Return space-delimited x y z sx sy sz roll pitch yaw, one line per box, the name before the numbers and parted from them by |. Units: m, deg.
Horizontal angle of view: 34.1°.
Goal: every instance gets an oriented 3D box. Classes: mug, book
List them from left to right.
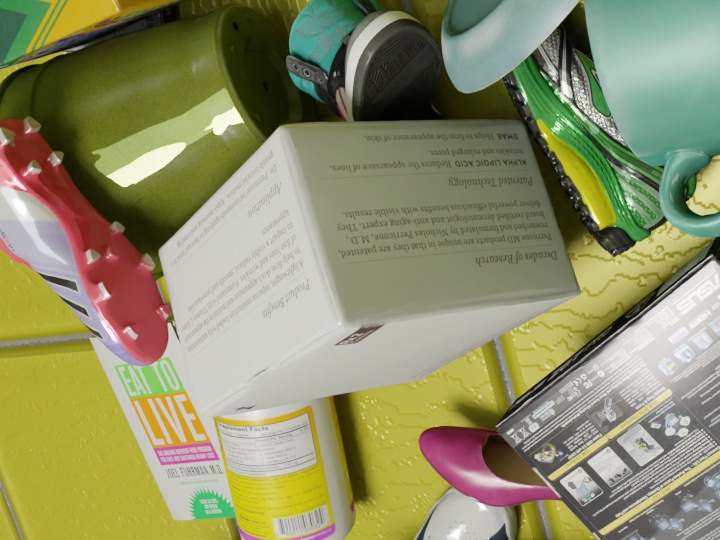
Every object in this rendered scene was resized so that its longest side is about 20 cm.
book | -0.164 0.137 1.100 0.133 0.048 0.201 -13 105 40
mug | 0.214 -0.131 0.673 0.114 0.152 0.186 -9 113 33

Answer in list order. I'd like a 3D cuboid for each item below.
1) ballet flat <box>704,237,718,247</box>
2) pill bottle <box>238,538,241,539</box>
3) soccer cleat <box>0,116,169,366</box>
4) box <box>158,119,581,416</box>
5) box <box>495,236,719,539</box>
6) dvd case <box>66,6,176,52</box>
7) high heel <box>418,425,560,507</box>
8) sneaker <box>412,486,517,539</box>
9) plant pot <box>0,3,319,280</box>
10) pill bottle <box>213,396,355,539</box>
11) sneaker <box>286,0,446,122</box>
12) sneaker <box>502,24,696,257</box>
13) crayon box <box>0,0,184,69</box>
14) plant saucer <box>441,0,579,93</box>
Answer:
ballet flat | 0.234 0.027 0.781 0.073 0.073 0.200 36 126 14
pill bottle | -0.120 0.328 1.054 0.112 0.200 0.113 13 117 27
soccer cleat | -0.207 -0.013 0.817 0.076 0.067 0.200 -33 94 33
box | 0.000 0.000 0.794 0.199 0.199 0.131 -35 66 51
box | 0.210 0.099 0.753 0.161 0.049 0.200 47 123 4
dvd case | -0.244 -0.259 0.983 0.199 0.025 0.151 7 114 29
high heel | 0.144 0.137 0.887 0.199 0.068 0.096 16 130 9
sneaker | 0.048 0.264 0.964 0.079 0.130 0.199 43 126 8
plant pot | -0.141 -0.103 0.899 0.192 0.200 0.201 -22 98 25
pill bottle | -0.070 0.136 0.998 0.104 0.104 0.201 1 111 32
sneaker | -0.001 -0.148 0.801 0.084 0.200 0.121 -39 73 -5
sneaker | 0.150 -0.114 0.781 0.085 0.078 0.200 -30 87 6
crayon box | -0.196 -0.207 0.881 0.199 0.126 0.052 -14 103 35
plant saucer | 0.105 -0.196 0.686 0.027 0.201 0.200 31 129 -17
